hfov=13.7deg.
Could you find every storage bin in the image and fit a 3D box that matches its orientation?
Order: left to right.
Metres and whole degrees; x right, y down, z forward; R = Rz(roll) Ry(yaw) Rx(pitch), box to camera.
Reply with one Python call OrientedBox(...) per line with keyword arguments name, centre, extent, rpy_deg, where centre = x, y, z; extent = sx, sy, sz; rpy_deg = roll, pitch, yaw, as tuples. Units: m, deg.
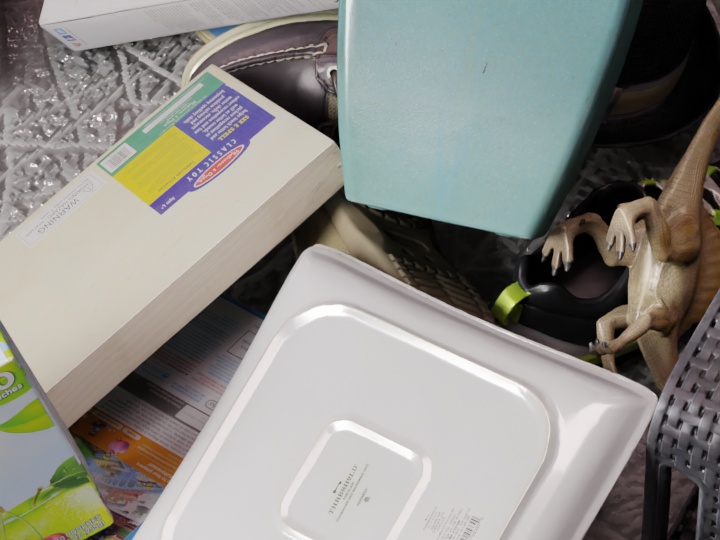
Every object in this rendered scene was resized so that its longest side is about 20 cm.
OrientedBox(name="storage bin", centre=(0.212, 0.051, 1.377), extent=(0.094, 0.135, 0.200), rpy_deg=(20, 54, 18))

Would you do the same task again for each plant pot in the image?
OrientedBox(name="plant pot", centre=(0.060, -0.120, 1.397), extent=(0.141, 0.141, 0.201), rpy_deg=(12, 94, 6))

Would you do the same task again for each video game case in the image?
OrientedBox(name="video game case", centre=(-0.129, 0.077, 1.438), extent=(0.143, 0.018, 0.200), rpy_deg=(28, 56, 32))

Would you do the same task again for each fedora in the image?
OrientedBox(name="fedora", centre=(0.107, -0.154, 1.521), extent=(0.200, 0.092, 0.201), rpy_deg=(15, 44, -15))

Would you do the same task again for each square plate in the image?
OrientedBox(name="square plate", centre=(0.002, 0.100, 1.327), extent=(0.198, 0.028, 0.200), rpy_deg=(24, 77, 31))

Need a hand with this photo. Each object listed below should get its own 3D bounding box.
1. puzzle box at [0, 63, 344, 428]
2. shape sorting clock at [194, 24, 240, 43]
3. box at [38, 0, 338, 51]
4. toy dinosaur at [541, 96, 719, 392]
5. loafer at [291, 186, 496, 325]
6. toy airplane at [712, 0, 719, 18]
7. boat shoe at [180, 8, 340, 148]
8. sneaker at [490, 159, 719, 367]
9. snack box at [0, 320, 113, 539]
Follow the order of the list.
OrientedBox(name="puzzle box", centre=(-0.110, -0.011, 1.453), extent=(0.200, 0.025, 0.133), rpy_deg=(-41, 35, -10))
OrientedBox(name="shape sorting clock", centre=(-0.007, -0.176, 1.641), extent=(0.199, 0.039, 0.200), rpy_deg=(-1, 50, 2))
OrientedBox(name="box", centre=(-0.072, -0.196, 1.570), extent=(0.200, 0.036, 0.145), rpy_deg=(-6, 63, 35))
OrientedBox(name="toy dinosaur", centre=(0.142, -0.012, 1.418), extent=(0.101, 0.201, 0.058), rpy_deg=(0, 12, -42))
OrientedBox(name="loafer", centre=(0.000, 0.000, 1.463), extent=(0.076, 0.068, 0.200), rpy_deg=(23, 19, -28))
OrientedBox(name="toy airplane", centre=(0.261, -0.155, 1.445), extent=(0.200, 0.141, 0.199), rpy_deg=(31, 59, 21))
OrientedBox(name="boat shoe", centre=(0.008, -0.093, 1.545), extent=(0.199, 0.072, 0.065), rpy_deg=(-2, 30, -6))
OrientedBox(name="sneaker", centre=(0.149, -0.013, 1.469), extent=(0.200, 0.083, 0.072), rpy_deg=(-33, 56, -23))
OrientedBox(name="snack box", centre=(-0.225, 0.106, 1.322), extent=(0.200, 0.142, 0.053), rpy_deg=(-28, 51, -3))
